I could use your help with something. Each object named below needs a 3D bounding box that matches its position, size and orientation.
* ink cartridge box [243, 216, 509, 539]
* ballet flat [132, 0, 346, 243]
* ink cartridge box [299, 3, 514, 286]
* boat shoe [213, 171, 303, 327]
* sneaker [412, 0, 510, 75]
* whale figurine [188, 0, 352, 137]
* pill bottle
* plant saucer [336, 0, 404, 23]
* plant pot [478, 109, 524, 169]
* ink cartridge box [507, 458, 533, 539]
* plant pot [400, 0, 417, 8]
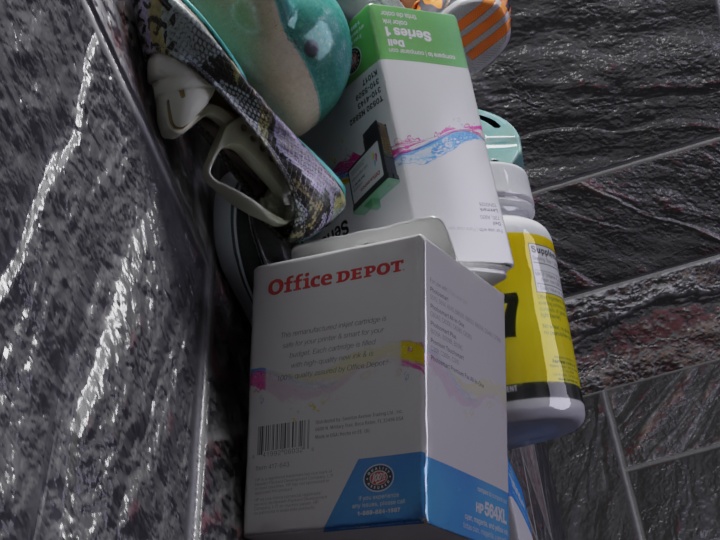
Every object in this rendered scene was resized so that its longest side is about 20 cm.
[{"bbox_3d":[0.014,0.076,0.980,0.125,0.128,0.202,32,54,-54],"label":"ink cartridge box"},{"bbox_3d":[-0.091,-0.096,1.003,0.201,0.072,0.072,49,15,-14],"label":"ballet flat"},{"bbox_3d":[0.020,-0.067,1.121,0.083,0.145,0.202,2,67,-34],"label":"ink cartridge box"},{"bbox_3d":[-0.045,0.023,1.078,0.069,0.056,0.202,-33,112,-49],"label":"boat shoe"},{"bbox_3d":[0.045,-0.179,1.313,0.078,0.199,0.112,52,20,-22],"label":"sneaker"},{"bbox_3d":[-0.081,-0.188,1.065,0.201,0.104,0.159,56,-21,-13],"label":"whale figurine"},{"bbox_3d":[0.098,0.028,1.173,0.114,0.113,0.202,51,28,-69],"label":"pill bottle"},{"bbox_3d":[-0.056,-0.193,1.181,0.051,0.199,0.200,-65,157,-15],"label":"plant saucer"},{"bbox_3d":[0.089,-0.042,1.525,0.201,0.198,0.197,-94,178,-55],"label":"plant pot"},{"bbox_3d":[0.061,0.247,1.125,0.085,0.145,0.201,65,12,-52],"label":"ink cartridge box"},{"bbox_3d":[-0.023,-0.245,1.396,0.140,0.199,0.202,-19,93,-65],"label":"plant pot"}]
